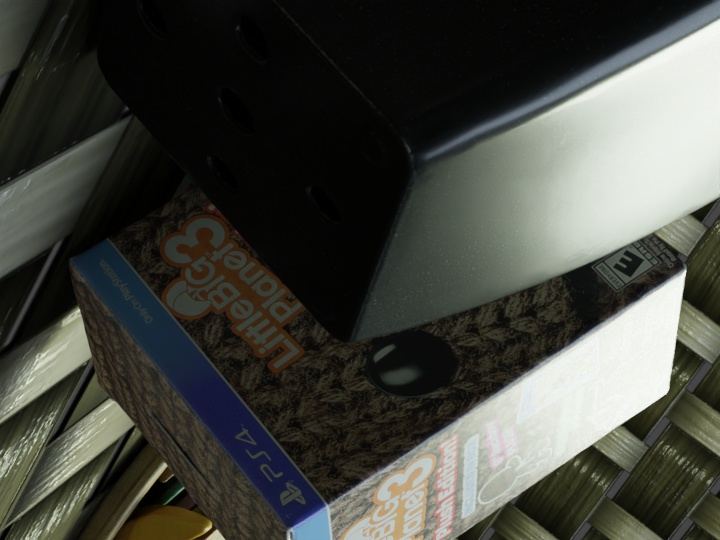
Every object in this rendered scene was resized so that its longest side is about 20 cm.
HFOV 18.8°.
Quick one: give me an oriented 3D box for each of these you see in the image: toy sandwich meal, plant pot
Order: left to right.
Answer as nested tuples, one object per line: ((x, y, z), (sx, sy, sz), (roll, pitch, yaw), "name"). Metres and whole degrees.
((-0.108, 0.156, 1.327), (0.205, 0.070, 0.205), (-52, 171, -11), "toy sandwich meal")
((0.025, -0.098, 0.707), (0.177, 0.200, 0.200), (-35, 165, -24), "plant pot")

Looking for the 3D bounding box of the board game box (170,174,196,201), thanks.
((-0.020, -0.071, 1.027), (0.135, 0.034, 0.200), (-57, 171, 26), "board game box")

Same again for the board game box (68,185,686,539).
((0.008, 0.024, 0.912), (0.200, 0.159, 0.097), (-32, 150, -19), "board game box")
